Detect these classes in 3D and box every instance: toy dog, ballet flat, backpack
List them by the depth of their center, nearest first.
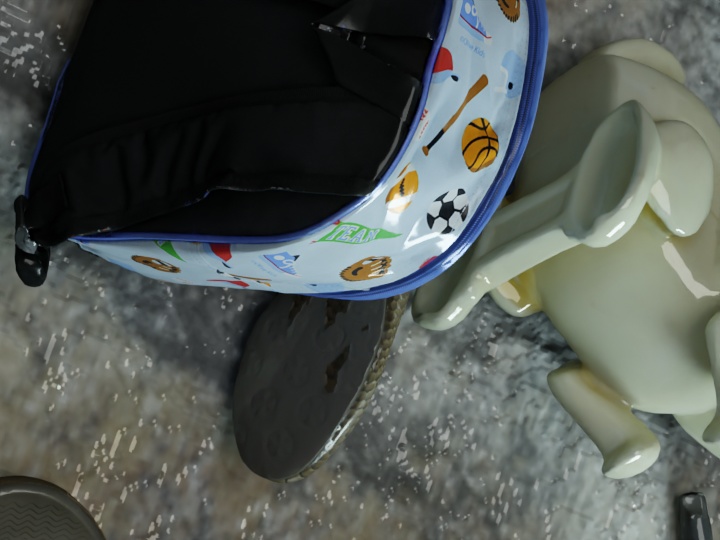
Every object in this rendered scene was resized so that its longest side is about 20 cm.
[{"bbox_3d":[-0.021,-0.071,0.997,0.154,0.190,0.200,19,82,-44],"label":"backpack"},{"bbox_3d":[0.000,0.000,1.090,0.046,0.067,0.200,38,67,-58],"label":"ballet flat"},{"bbox_3d":[0.145,0.010,1.137,0.200,0.140,0.194,41,36,-22],"label":"toy dog"}]

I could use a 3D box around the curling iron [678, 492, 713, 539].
[{"bbox_3d":[0.163,0.206,1.196,0.050,0.026,0.200,0,91,-32],"label":"curling iron"}]

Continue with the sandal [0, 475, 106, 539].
[{"bbox_3d":[-0.133,0.184,1.018,0.082,0.055,0.200,6,89,-29],"label":"sandal"}]
